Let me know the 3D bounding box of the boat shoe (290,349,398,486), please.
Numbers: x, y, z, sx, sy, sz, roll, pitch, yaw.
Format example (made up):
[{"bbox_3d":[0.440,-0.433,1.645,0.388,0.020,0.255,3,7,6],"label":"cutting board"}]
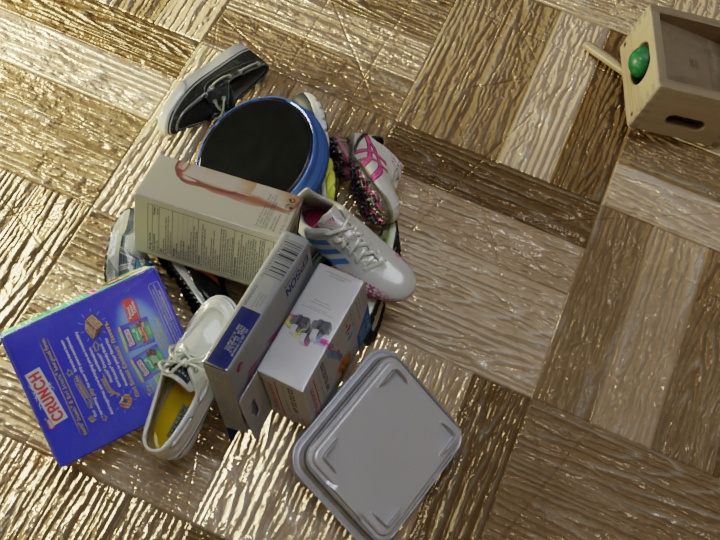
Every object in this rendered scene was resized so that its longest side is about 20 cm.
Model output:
[{"bbox_3d":[-0.019,0.177,1.365,0.073,0.066,0.201,30,62,12],"label":"boat shoe"}]

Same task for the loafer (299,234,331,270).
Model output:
[{"bbox_3d":[-0.111,0.023,1.447,0.062,0.072,0.200,35,53,14],"label":"loafer"}]

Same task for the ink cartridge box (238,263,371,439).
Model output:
[{"bbox_3d":[-0.062,0.109,1.318,0.067,0.116,0.202,22,64,18],"label":"ink cartridge box"}]

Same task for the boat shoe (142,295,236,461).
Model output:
[{"bbox_3d":[-0.203,0.120,1.276,0.074,0.086,0.205,23,83,16],"label":"boat shoe"}]

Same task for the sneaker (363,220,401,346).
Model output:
[{"bbox_3d":[0.000,0.000,1.472,0.087,0.077,0.202,12,57,12],"label":"sneaker"}]

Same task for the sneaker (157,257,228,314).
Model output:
[{"bbox_3d":[-0.202,-0.002,1.450,0.089,0.070,0.201,-30,65,-17],"label":"sneaker"}]

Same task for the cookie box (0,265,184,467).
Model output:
[{"bbox_3d":[-0.311,0.112,1.330,0.197,0.075,0.174,-25,97,-19],"label":"cookie box"}]

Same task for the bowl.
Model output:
[{"bbox_3d":[-0.140,-0.151,1.515,0.197,0.039,0.204,-9,63,18],"label":"bowl"}]

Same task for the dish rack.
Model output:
[{"bbox_3d":[0.030,0.213,1.320,0.172,0.043,0.200,48,64,-11],"label":"dish rack"}]

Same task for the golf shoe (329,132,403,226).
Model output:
[{"bbox_3d":[0.023,-0.136,1.521,0.090,0.074,0.201,-13,40,-14],"label":"golf shoe"}]

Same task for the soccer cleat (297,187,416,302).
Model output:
[{"bbox_3d":[-0.014,-0.032,1.404,0.199,0.087,0.070,36,72,23],"label":"soccer cleat"}]

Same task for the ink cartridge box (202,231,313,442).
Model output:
[{"bbox_3d":[-0.111,0.089,1.328,0.043,0.201,0.198,19,59,18],"label":"ink cartridge box"}]

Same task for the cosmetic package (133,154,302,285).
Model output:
[{"bbox_3d":[-0.181,-0.060,1.396,0.196,0.104,0.088,18,46,4],"label":"cosmetic package"}]

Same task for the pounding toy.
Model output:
[{"bbox_3d":[0.461,-0.298,1.665,0.196,0.143,0.187,10,59,-12],"label":"pounding toy"}]

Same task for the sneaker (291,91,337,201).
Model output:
[{"bbox_3d":[-0.084,-0.168,1.556,0.083,0.075,0.203,-8,61,-9],"label":"sneaker"}]

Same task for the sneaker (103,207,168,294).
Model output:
[{"bbox_3d":[-0.294,0.016,1.438,0.084,0.078,0.204,5,68,-10],"label":"sneaker"}]

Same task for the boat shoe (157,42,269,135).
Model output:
[{"bbox_3d":[-0.213,-0.258,1.600,0.063,0.071,0.200,34,61,16],"label":"boat shoe"}]
